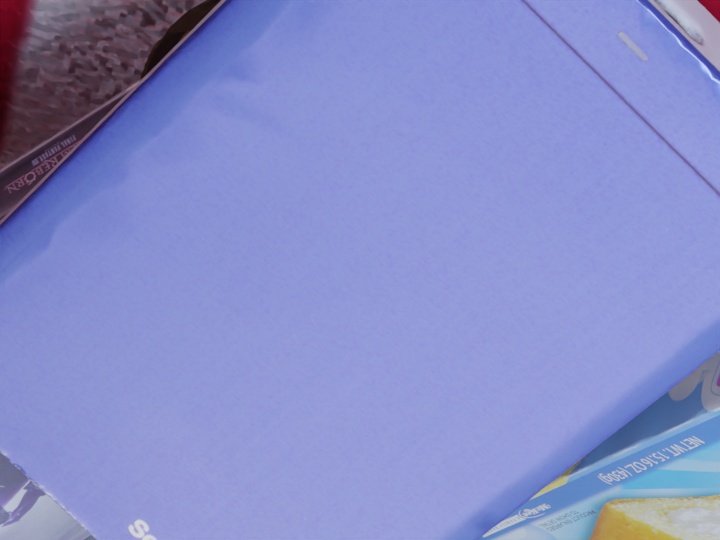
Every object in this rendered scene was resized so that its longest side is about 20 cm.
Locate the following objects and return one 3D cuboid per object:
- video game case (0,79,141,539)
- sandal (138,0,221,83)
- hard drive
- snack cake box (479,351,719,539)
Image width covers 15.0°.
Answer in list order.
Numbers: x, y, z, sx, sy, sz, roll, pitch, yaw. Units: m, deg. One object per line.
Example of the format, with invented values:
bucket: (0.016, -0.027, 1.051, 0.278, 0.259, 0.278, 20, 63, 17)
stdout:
video game case: (-0.105, 0.040, 0.731, 0.200, 0.019, 0.143, -32, 144, 0)
sandal: (-0.003, 0.025, 0.687, 0.055, 0.082, 0.200, 10, 114, 48)
hard drive: (0.000, 0.000, 0.627, 0.132, 0.025, 0.200, 43, 120, -9)
snack cake box: (0.130, 0.035, 0.694, 0.115, 0.067, 0.200, 28, 147, -21)
